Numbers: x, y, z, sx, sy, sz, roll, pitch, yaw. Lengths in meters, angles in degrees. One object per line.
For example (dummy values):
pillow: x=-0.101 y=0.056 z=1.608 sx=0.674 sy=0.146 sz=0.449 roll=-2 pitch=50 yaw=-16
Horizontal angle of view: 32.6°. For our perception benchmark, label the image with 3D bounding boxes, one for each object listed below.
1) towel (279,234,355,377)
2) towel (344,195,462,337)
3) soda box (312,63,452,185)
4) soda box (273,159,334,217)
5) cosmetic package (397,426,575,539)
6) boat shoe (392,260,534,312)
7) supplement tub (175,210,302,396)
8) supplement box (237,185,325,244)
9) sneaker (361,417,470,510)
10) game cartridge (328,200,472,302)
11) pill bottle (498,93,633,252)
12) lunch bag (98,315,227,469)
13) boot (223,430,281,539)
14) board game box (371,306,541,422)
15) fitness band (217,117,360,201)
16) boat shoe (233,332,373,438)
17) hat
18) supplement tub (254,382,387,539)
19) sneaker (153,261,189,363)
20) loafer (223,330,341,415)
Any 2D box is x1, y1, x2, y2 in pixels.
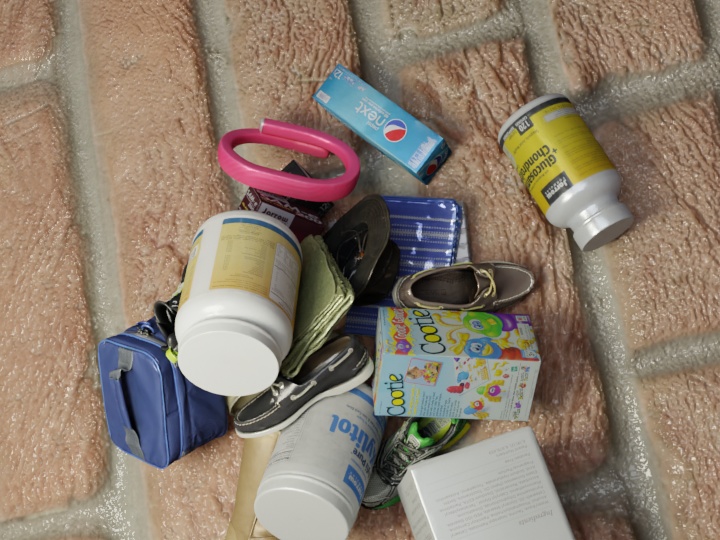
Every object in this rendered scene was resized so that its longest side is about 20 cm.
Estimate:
towel: x=-0.077 y=0.044 z=1.600 sx=0.148 sy=0.036 sz=0.200 roll=-48 pitch=30 yaw=9
towel: x=0.058 y=-0.005 z=1.693 sx=0.144 sy=0.024 sz=0.201 roll=5 pitch=80 yaw=17
soda box: x=0.031 y=-0.208 z=1.753 sx=0.200 sy=0.068 sz=0.064 roll=39 pitch=91 yaw=19
soda box: x=-0.139 y=-0.061 z=1.761 sx=0.200 sy=0.063 sz=0.071 roll=-42 pitch=49 yaw=3
cosmetic package: x=0.160 y=0.325 z=1.530 sx=0.166 sy=0.167 sz=0.200 roll=-17 pitch=73 yaw=-9
boat shoe: x=0.145 y=0.022 z=1.637 sx=0.199 sy=0.060 sz=0.072 roll=-4 pitch=85 yaw=-15
supplement tub: x=-0.151 y=0.040 z=1.525 sx=0.144 sy=0.145 sz=0.200 roll=-8 pitch=45 yaw=13
supplement box: x=-0.145 y=-0.005 z=1.704 sx=0.200 sy=0.109 sz=0.061 roll=-61 pitch=29 yaw=15
sneaker: x=0.062 y=0.236 z=1.640 sx=0.078 sy=0.085 sz=0.200 roll=43 pitch=92 yaw=19
game cartridge: x=0.057 y=-0.019 z=1.724 sx=0.199 sy=0.038 sz=0.130 roll=-8 pitch=80 yaw=14
pill bottle: x=0.278 y=-0.129 z=1.645 sx=0.112 sy=0.112 sz=0.200 roll=-32 pitch=71 yaw=6
lunch bag: x=-0.275 y=0.159 z=1.672 sx=0.136 sy=0.132 sz=0.201 roll=13 pitch=118 yaw=36
boot: x=-0.103 y=0.324 z=1.677 sx=0.175 sy=0.066 sz=0.201 roll=13 pitch=81 yaw=17
board game box: x=0.119 y=0.121 z=1.587 sx=0.199 sy=0.105 sz=0.103 roll=3 pitch=34 yaw=-6
fitness band: x=-0.099 y=-0.155 z=1.713 sx=0.199 sy=0.144 sz=0.038 roll=13 pitch=125 yaw=-3
boat shoe: x=-0.081 y=0.147 z=1.581 sx=0.200 sy=0.060 sz=0.074 roll=-27 pitch=33 yaw=4
hat: x=0.000 y=0.000 z=1.653 sx=0.201 sy=0.081 sz=0.201 roll=-40 pitch=34 yaw=35
supplement tub: x=-0.048 y=0.245 z=1.601 sx=0.132 sy=0.132 sz=0.200 roll=4 pitch=44 yaw=16
sneaker: x=-0.229 y=0.044 z=1.615 sx=0.072 sy=0.083 sz=0.200 roll=-49 pitch=33 yaw=30
loafer: x=-0.106 y=0.153 z=1.708 sx=0.200 sy=0.076 sz=0.068 roll=-29 pitch=66 yaw=7
